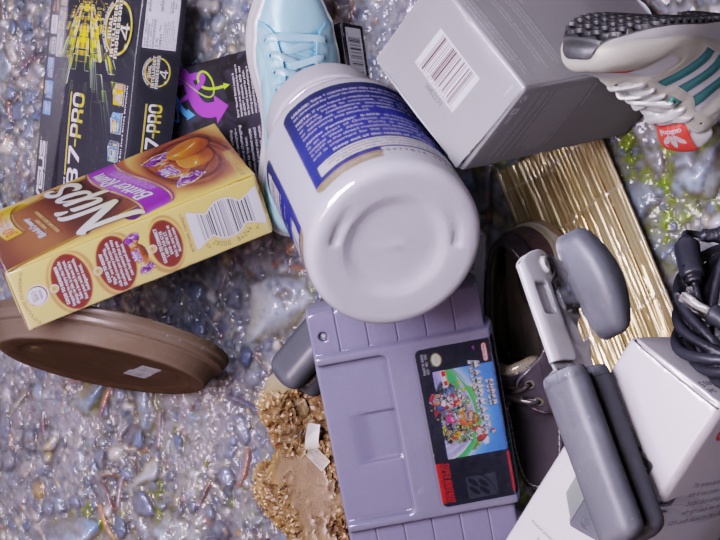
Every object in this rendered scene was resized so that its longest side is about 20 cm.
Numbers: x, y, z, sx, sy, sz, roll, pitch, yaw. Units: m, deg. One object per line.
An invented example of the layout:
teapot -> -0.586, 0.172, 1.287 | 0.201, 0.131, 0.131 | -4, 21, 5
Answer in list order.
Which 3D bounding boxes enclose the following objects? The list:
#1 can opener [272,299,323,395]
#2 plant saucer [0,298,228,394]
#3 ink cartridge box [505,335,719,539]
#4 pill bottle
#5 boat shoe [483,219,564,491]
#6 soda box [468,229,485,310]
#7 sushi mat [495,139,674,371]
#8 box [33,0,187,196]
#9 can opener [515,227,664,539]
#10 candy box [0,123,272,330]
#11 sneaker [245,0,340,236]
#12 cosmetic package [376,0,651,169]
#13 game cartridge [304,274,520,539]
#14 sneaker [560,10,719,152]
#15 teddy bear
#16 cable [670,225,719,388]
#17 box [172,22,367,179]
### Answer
can opener -> 0.000, 0.000, 1.537 | 0.200, 0.053, 0.067 | -50, 56, 11
plant saucer -> -0.204, 0.064, 1.613 | 0.199, 0.200, 0.030 | 0, 72, 33
ink cartridge box -> 0.198, 0.146, 1.385 | 0.084, 0.145, 0.201 | 41, 112, 29
pill bottle -> -0.001, -0.062, 1.384 | 0.120, 0.119, 0.200 | -60, 27, 20
boat shoe -> 0.120, 0.067, 1.471 | 0.072, 0.065, 0.202 | 4, 101, 41
soda box -> 0.050, 0.061, 1.484 | 0.068, 0.063, 0.202 | -2, 109, -10
sushi mat -> 0.170, -0.002, 1.476 | 0.095, 0.012, 0.201 | -28, 76, 31
box -> -0.208, -0.136, 1.667 | 0.161, 0.049, 0.202 | 17, 102, 56
can opener -> 0.155, 0.072, 1.296 | 0.067, 0.053, 0.201 | -30, 71, 34
candy box -> -0.178, -0.035, 1.539 | 0.117, 0.199, 0.057 | -130, 19, -60
sneaker -> -0.040, -0.123, 1.518 | 0.082, 0.073, 0.202 | -162, 66, -69
cosmetic package -> 0.120, -0.145, 1.390 | 0.107, 0.199, 0.090 | 54, 126, 21
game cartridge -> 0.041, 0.109, 1.446 | 0.128, 0.038, 0.202 | -9, 108, 6
sneaker -> 0.207, -0.123, 1.343 | 0.070, 0.199, 0.094 | 10, 104, 42
teddy bear -> -0.027, 0.163, 1.590 | 0.144, 0.067, 0.201 | -29, 70, 21
cable -> 0.300, 0.013, 1.317 | 0.198, 0.164, 0.051 | -3, 131, 14
box -> -0.078, -0.105, 1.621 | 0.199, 0.036, 0.144 | -11, 85, 32
